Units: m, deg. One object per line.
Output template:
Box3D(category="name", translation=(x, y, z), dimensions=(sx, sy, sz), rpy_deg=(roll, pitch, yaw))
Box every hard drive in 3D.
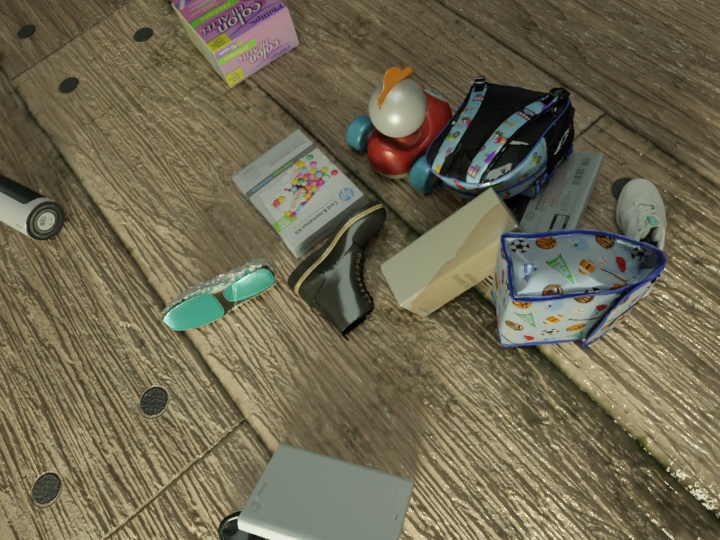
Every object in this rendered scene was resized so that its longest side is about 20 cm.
Box3D(category="hard drive", translation=(-0.041, 0.308, 0.735), dimensions=(0.199, 0.026, 0.132), rpy_deg=(11, 33, 14))

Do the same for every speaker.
Box3D(category="speaker", translation=(-0.662, -0.128, 1.057), dimensions=(0.200, 0.081, 0.081), rpy_deg=(25, 71, 20))

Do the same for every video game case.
Box3D(category="video game case", translation=(0.265, -0.116, 0.885), dimensions=(0.181, 0.023, 0.200), rpy_deg=(13, 62, 33))

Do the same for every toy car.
Box3D(category="toy car", translation=(0.077, -0.267, 0.925), dimensions=(0.184, 0.200, 0.177), rpy_deg=(38, 76, 23))

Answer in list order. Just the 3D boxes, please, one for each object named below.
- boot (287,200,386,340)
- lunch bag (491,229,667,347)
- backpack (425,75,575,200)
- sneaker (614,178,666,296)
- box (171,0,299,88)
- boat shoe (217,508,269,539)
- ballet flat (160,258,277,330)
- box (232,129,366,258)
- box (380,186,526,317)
Box3D(category="boot", translation=(0.000, 0.000, 0.891), dimensions=(0.200, 0.077, 0.138), rpy_deg=(-46, 70, 2))
Box3D(category="lunch bag", translation=(0.291, 0.029, 0.764), dimensions=(0.199, 0.170, 0.124), rpy_deg=(-5, 63, 5))
Box3D(category="backpack", translation=(0.208, -0.182, 0.856), dimensions=(0.182, 0.135, 0.200), rpy_deg=(25, 68, 38))
Box3D(category="sneaker", translation=(0.426, -0.063, 0.830), dimensions=(0.075, 0.089, 0.201), rpy_deg=(7, 66, 14))
Box3D(category="box", translation=(-0.260, -0.513, 1.159), dimensions=(0.176, 0.097, 0.200), rpy_deg=(-35, 65, -7))
Box3D(category="boat shoe", translation=(-0.104, 0.358, 0.735), dimensions=(0.199, 0.066, 0.075), rpy_deg=(11, 68, 15))
Box3D(category="ballet flat", translation=(-0.229, 0.036, 0.920), dimensions=(0.199, 0.072, 0.072), rpy_deg=(-24, 63, -4))
Box3D(category="box", translation=(-0.111, -0.140, 0.988), dimensions=(0.156, 0.041, 0.200), rpy_deg=(-38, 66, -8))
Box3D(category="box", translation=(0.140, -0.022, 0.820), dimensions=(0.200, 0.095, 0.078), rpy_deg=(-36, 59, 19))
